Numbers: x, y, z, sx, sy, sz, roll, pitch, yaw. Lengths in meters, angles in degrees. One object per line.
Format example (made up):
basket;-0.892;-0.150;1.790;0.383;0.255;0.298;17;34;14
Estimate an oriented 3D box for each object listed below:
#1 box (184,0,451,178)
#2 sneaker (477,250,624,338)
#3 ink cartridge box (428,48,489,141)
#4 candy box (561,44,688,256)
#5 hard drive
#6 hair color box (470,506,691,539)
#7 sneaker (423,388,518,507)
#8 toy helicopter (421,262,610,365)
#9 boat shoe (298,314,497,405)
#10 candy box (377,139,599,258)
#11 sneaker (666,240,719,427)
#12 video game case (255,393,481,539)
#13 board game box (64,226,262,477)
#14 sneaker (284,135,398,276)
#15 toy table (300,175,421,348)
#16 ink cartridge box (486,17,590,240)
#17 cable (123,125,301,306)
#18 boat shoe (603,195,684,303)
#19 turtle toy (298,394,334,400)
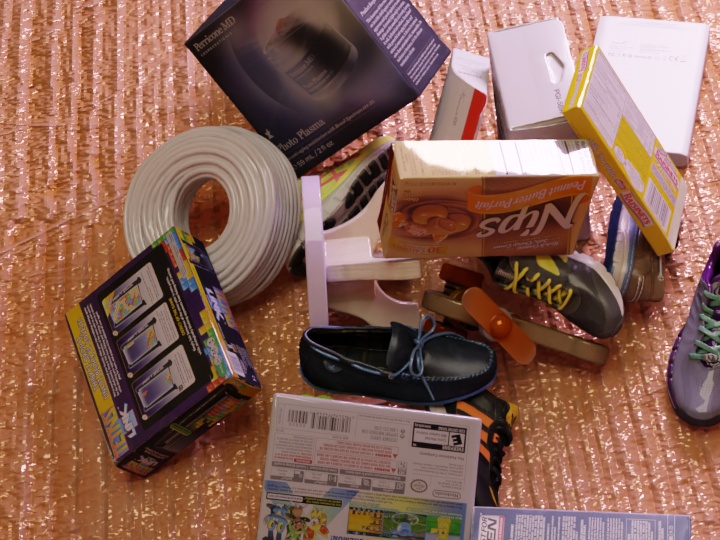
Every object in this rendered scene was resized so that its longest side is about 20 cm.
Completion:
box;-0.048;-0.241;1.810;0.199;0.199;0.123;-31;15;36
sneaker;0.180;0.007;1.707;0.200;0.075;0.084;42;44;23
ink cartridge box;0.093;-0.128;1.764;0.047;0.162;0.200;15;24;1
candy box;0.270;-0.120;1.687;0.026;0.200;0.103;-19;33;33
hard drive;0.323;-0.208;1.916;0.130;0.026;0.202;7;55;15
hair color box;0.203;0.268;1.535;0.197;0.100;0.061;1;55;11
sneaker;0.120;0.165;1.645;0.089;0.070;0.201;-19;51;0
toy helicopter;0.158;0.056;1.696;0.198;0.132;0.080;18;91;1
boat shoe;0.035;0.089;1.644;0.197;0.069;0.085;-4;46;5
candy box;0.122;-0.069;1.632;0.197;0.116;0.056;-2;50;-11
sneaker;0.349;0.055;1.675;0.074;0.088;0.202;7;55;15
video game case;0.006;0.216;1.543;0.197;0.022;0.185;7;80;-5
board game box;-0.206;0.084;1.726;0.165;0.057;0.201;-37;55;18
sneaker;-0.036;-0.089;1.859;0.090;0.079;0.200;34;66;32
toy table;0.000;0.000;1.737;0.116;0.202;0.184;-4;15;-2
ink cartridge box;0.190;-0.144;1.781;0.082;0.201;0.148;-10;52;2
cable;-0.163;-0.061;1.817;0.199;0.069;0.201;35;98;27
boat shoe;0.302;-0.039;1.774;0.072;0.073;0.201;18;52;0
turtle toy;-0.016;0.209;1.616;0.145;0.102;0.201;-26;53;-10
